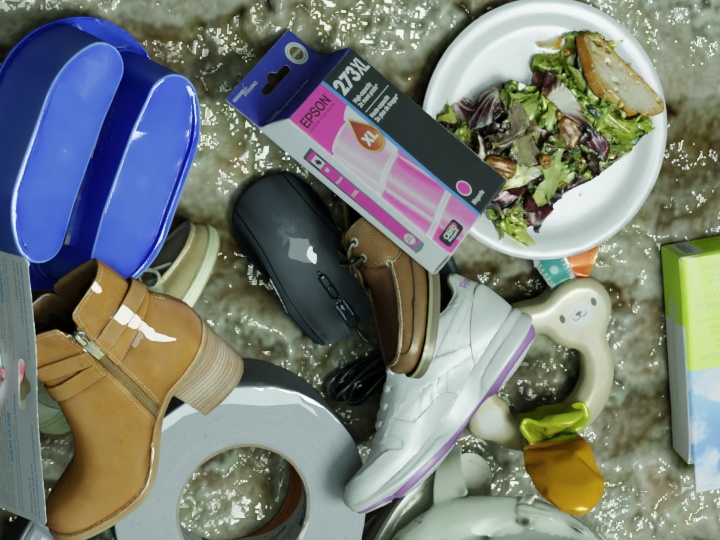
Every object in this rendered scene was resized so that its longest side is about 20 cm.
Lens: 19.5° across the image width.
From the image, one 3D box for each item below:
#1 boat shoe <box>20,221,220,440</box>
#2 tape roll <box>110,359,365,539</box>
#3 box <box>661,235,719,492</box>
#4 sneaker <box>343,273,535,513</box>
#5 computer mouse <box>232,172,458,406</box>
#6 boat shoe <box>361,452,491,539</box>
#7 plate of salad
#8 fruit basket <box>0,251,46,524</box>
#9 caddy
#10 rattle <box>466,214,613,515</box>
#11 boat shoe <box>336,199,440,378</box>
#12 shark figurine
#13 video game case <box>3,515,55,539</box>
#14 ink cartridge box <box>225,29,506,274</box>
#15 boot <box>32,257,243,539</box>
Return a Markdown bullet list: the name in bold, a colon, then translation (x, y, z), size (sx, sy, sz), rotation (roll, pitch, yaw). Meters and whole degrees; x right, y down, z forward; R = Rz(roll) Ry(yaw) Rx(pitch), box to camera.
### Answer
- **boat shoe**: translation (-0.185, 0.035, 1.552), size (0.201, 0.073, 0.063), rotation (-45, 116, 8)
- **tape roll**: translation (-0.096, 0.173, 1.616), size (0.198, 0.066, 0.202), rotation (-4, 107, -14)
- **box**: translation (0.313, 0.071, 1.706), size (0.121, 0.048, 0.202), rotation (-9, 107, -12)
- **sneaker**: translation (0.042, 0.093, 1.594), size (0.099, 0.075, 0.200), rotation (38, 83, 5)
- **computer mouse**: translation (0.000, 0.000, 1.603), size (0.140, 0.046, 0.201), rotation (-31, 110, -5)
- **boat shoe**: translation (0.027, 0.223, 1.660), size (0.072, 0.059, 0.200), rotation (44, 75, -22)
- **plate of salad**: translation (0.144, -0.107, 1.600), size (0.198, 0.048, 0.202), rotation (-2, 97, -13)
- **fruit basket**: translation (-0.274, 0.061, 1.434), size (0.093, 0.199, 0.187), rotation (-19, 113, -47)
- **caddy**: translation (-0.204, -0.081, 1.495), size (0.141, 0.105, 0.202), rotation (22, 87, -35)
- **rattle**: translation (0.158, 0.062, 1.618), size (0.129, 0.143, 0.201), rotation (23, 104, -4)
- **boat shoe**: translation (0.013, -0.014, 1.550), size (0.067, 0.072, 0.202), rotation (7, 59, -22)
- **shark figurine**: translation (0.123, 0.214, 1.622), size (0.212, 0.129, 0.090), rotation (5, 146, 13)
- **video game case**: translation (-0.237, 0.314, 1.585), size (0.180, 0.025, 0.201), rotation (39, 72, -33)
- **ink cartridge box**: translation (0.005, -0.094, 1.527), size (0.199, 0.037, 0.095), rotation (38, 51, 0)
- **boot**: translation (-0.194, 0.093, 1.484), size (0.200, 0.077, 0.155), rotation (-43, 131, 13)
